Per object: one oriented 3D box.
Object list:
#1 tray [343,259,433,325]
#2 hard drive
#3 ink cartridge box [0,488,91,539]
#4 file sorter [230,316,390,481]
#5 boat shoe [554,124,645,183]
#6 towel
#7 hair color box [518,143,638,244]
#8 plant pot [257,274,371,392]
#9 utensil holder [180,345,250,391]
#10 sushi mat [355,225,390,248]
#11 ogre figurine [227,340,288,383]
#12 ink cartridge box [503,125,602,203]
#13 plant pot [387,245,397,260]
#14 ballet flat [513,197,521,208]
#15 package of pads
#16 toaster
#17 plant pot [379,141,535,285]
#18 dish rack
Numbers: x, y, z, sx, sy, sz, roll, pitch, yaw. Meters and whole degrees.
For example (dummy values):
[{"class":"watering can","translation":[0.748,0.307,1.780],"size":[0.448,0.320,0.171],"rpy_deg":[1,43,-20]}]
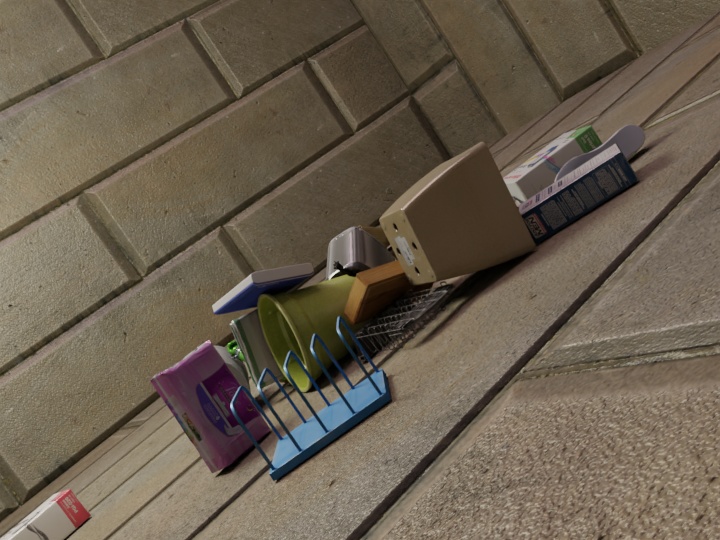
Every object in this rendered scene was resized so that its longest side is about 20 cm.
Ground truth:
[{"class":"tray","translation":[0.064,0.029,1.440],"size":[0.198,0.037,0.100],"rpy_deg":[-17,-40,-39]},{"class":"hard drive","translation":[-0.191,0.038,1.500],"size":[0.130,0.026,0.199],"rpy_deg":[-11,-12,-35]},{"class":"ink cartridge box","translation":[-0.727,0.594,1.740],"size":[0.145,0.085,0.200],"rpy_deg":[-29,11,49]},{"class":"file sorter","translation":[-0.072,0.176,1.122],"size":[0.199,0.123,0.139],"rpy_deg":[-35,7,3]},{"class":"boat shoe","translation":[0.442,-0.199,1.450],"size":[0.199,0.070,0.066],"rpy_deg":[-39,-11,-7]},{"class":"towel","translation":[-0.149,0.133,1.582],"size":[0.198,0.151,0.031],"rpy_deg":[-23,0,-16]},{"class":"hair color box","translation":[0.369,-0.132,1.329],"size":[0.199,0.061,0.100],"rpy_deg":[-33,6,21]},{"class":"plant pot","translation":[-0.074,0.102,1.501],"size":[0.183,0.203,0.200],"rpy_deg":[-26,2,-24]},{"class":"utensil holder","translation":[-0.318,0.256,1.663],"size":[0.169,0.171,0.200],"rpy_deg":[-36,7,-9]},{"class":"sushi mat","translation":[0.027,-0.071,1.743],"size":[0.095,0.012,0.199],"rpy_deg":[-35,-20,32]},{"class":"ogre figurine","translation":[-0.175,0.177,1.657],"size":[0.099,0.198,0.120],"rpy_deg":[-66,27,5]},{"class":"ink cartridge box","translation":[0.398,-0.205,1.617],"size":[0.199,0.088,0.145],"rpy_deg":[-38,7,-2]},{"class":"plant pot","translation":[0.121,-0.033,1.806],"size":[0.200,0.093,0.201],"rpy_deg":[-34,5,4]},{"class":"ballet flat","translation":[0.304,-0.102,1.539],"size":[0.063,0.068,0.200],"rpy_deg":[-3,20,21]},{"class":"package of pads","translation":[-0.259,0.234,1.347],"size":[0.120,0.201,0.075],"rpy_deg":[-35,0,-40]},{"class":"toaster","translation":[0.000,0.000,1.640],"size":[0.113,0.199,0.130],"rpy_deg":[-32,40,28]},{"class":"plant pot","translation":[0.151,-0.077,1.353],"size":[0.176,0.202,0.200],"rpy_deg":[-29,4,-17]},{"class":"dish rack","translation":[0.078,0.085,1.330],"size":[0.153,0.055,0.199],"rpy_deg":[-40,9,-28]}]
